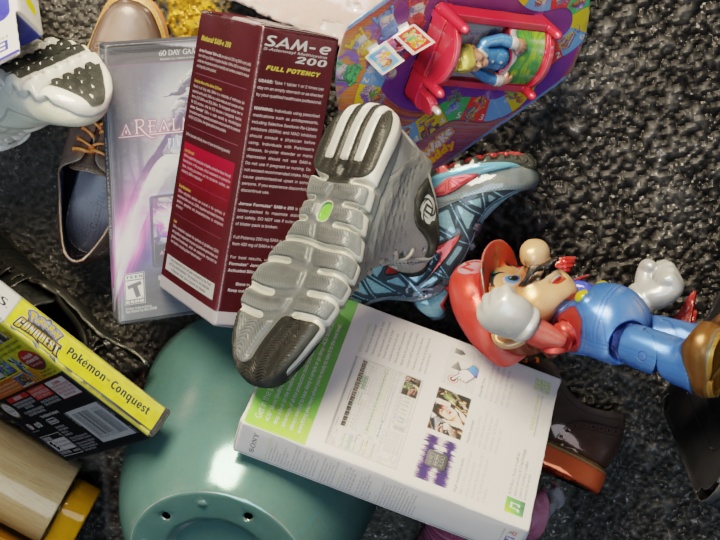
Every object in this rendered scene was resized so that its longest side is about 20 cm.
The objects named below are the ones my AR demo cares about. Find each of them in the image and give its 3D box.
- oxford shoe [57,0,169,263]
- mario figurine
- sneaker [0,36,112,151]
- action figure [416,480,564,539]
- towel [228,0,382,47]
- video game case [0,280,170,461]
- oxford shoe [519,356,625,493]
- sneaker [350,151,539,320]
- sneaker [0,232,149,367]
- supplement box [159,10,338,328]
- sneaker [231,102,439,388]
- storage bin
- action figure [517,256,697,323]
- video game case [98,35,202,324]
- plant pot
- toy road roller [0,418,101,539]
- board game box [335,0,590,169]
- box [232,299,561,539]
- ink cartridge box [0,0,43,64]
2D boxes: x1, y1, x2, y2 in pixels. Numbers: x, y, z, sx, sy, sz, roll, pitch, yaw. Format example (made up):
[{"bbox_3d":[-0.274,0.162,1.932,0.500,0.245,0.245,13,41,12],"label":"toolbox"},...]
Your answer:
[{"bbox_3d":[-0.179,-0.099,1.063,0.071,0.073,0.200,11,105,2],"label":"oxford shoe"},{"bbox_3d":[0.151,0.018,0.976,0.200,0.123,0.106,12,73,27],"label":"mario figurine"},{"bbox_3d":[-0.243,-0.121,1.033,0.200,0.075,0.081,17,122,39],"label":"sneaker"},{"bbox_3d":[0.067,0.193,1.084,0.134,0.149,0.200,15,131,21],"label":"action figure"},{"bbox_3d":[0.020,-0.245,1.033,0.200,0.032,0.191,23,106,-3],"label":"towel"},{"bbox_3d":[-0.241,0.064,1.029,0.181,0.200,0.026,40,64,-15],"label":"video game case"},{"bbox_3d":[0.106,0.091,1.113,0.200,0.071,0.073,30,82,-7],"label":"oxford shoe"},{"bbox_3d":[0.051,-0.015,1.065,0.200,0.079,0.096,-29,86,20],"label":"sneaker"},{"bbox_3d":[-0.247,0.022,1.081,0.200,0.104,0.060,37,84,-9],"label":"sneaker"},{"bbox_3d":[-0.079,-0.070,1.007,0.061,0.109,0.200,4,102,-29],"label":"supplement box"},{"bbox_3d":[0.000,0.000,0.974,0.115,0.075,0.200,35,78,-48],"label":"sneaker"},{"bbox_3d":[0.291,0.088,1.021,0.094,0.200,0.135,24,106,-4],"label":"storage bin"},{"bbox_3d":[0.144,0.016,1.077,0.200,0.065,0.052,10,77,16],"label":"action figure"},{"bbox_3d":[-0.113,-0.068,1.062,0.143,0.019,0.200,-8,108,-26],"label":"video game case"},{"bbox_3d":[-0.083,0.155,1.056,0.200,0.161,0.201,6,122,9],"label":"plant pot"},{"bbox_3d":[-0.299,0.227,1.124,0.123,0.146,0.200,29,105,-5],"label":"toy road roller"},{"bbox_3d":[0.081,-0.140,0.997,0.200,0.039,0.158,-35,137,-2],"label":"board game box"},{"bbox_3d":[0.029,0.096,0.998,0.200,0.144,0.036,22,132,0],"label":"box"},{"bbox_3d":[-0.310,-0.154,1.001,0.197,0.200,0.047,-25,140,9],"label":"ink cartridge box"}]
